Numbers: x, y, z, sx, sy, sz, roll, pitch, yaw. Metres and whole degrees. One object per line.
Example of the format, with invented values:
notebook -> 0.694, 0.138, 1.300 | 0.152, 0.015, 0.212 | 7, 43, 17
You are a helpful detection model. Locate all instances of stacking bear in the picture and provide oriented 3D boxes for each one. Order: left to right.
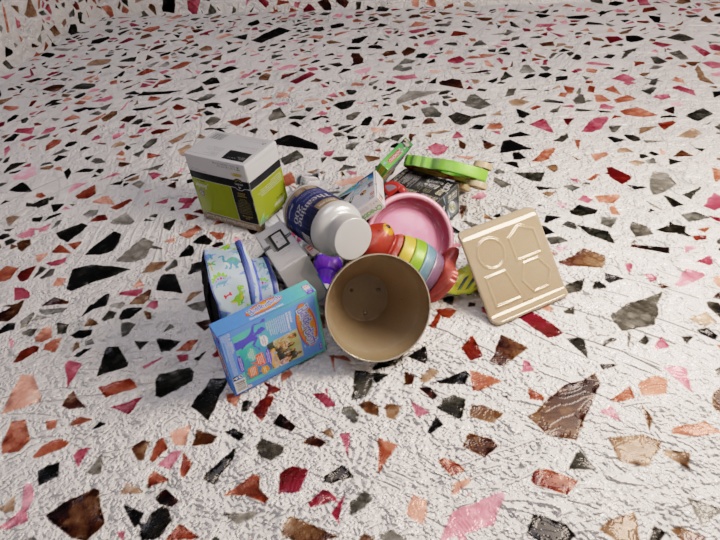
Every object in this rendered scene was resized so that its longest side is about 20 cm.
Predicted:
stacking bear -> 0.087, -0.027, 1.323 | 0.199, 0.114, 0.122 | 29, 37, -12

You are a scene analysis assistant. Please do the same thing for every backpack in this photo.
backpack -> -0.234, 0.045, 1.289 | 0.146, 0.201, 0.183 | -17, 37, -11

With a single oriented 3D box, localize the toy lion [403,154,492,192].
toy lion -> 0.204, -0.250, 1.611 | 0.190, 0.069, 0.200 | 14, 3, -11

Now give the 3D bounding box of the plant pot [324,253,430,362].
plant pot -> 0.020, 0.062, 1.257 | 0.199, 0.202, 0.134 | -15, 9, -10

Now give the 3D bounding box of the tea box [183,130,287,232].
tea box -> -0.311, -0.229, 1.663 | 0.199, 0.198, 0.134 | 16, 44, 27

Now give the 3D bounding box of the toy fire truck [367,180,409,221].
toy fire truck -> 0.009, -0.144, 1.492 | 0.200, 0.049, 0.141 | -41, 56, 9

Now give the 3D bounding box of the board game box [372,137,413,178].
board game box -> 0.044, -0.227, 1.615 | 0.029, 0.200, 0.135 | 40, 49, 0

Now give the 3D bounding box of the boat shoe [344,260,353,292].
boat shoe -> -0.001, 0.000, 1.416 | 0.071, 0.068, 0.201 | 1, 38, 11

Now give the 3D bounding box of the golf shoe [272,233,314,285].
golf shoe -> -0.137, -0.044, 1.495 | 0.091, 0.073, 0.201 | 15, 56, 17

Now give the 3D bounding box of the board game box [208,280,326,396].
board game box -> -0.166, 0.125, 1.213 | 0.199, 0.153, 0.045 | -24, 39, -22

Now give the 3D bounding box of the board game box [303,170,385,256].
board game box -> -0.036, -0.125, 1.421 | 0.199, 0.035, 0.127 | -33, 29, 20

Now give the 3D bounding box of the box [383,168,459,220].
box -> 0.118, -0.149, 1.574 | 0.163, 0.087, 0.200 | 21, 46, 33

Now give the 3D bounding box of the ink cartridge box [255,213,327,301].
ink cartridge box -> -0.147, -0.021, 1.339 | 0.068, 0.116, 0.200 | -32, 38, -6

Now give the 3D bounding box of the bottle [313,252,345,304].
bottle -> -0.069, -0.007, 1.426 | 0.065, 0.084, 0.201 | -2, 38, 7

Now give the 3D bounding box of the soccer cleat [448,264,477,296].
soccer cleat -> 0.258, -0.007, 1.365 | 0.198, 0.084, 0.065 | -16, 38, -11

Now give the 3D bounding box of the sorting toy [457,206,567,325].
sorting toy -> 0.306, -0.011, 1.323 | 0.184, 0.202, 0.036 | -20, -6, -16

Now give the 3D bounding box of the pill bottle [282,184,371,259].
pill bottle -> -0.065, -0.093, 1.286 | 0.110, 0.112, 0.200 | -26, 33, -22

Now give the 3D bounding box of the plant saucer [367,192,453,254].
plant saucer -> 0.102, -0.066, 1.411 | 0.199, 0.202, 0.051 | -18, 4, -14

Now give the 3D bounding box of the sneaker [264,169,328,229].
sneaker -> -0.160, -0.175, 1.634 | 0.199, 0.116, 0.075 | -29, 41, -25
